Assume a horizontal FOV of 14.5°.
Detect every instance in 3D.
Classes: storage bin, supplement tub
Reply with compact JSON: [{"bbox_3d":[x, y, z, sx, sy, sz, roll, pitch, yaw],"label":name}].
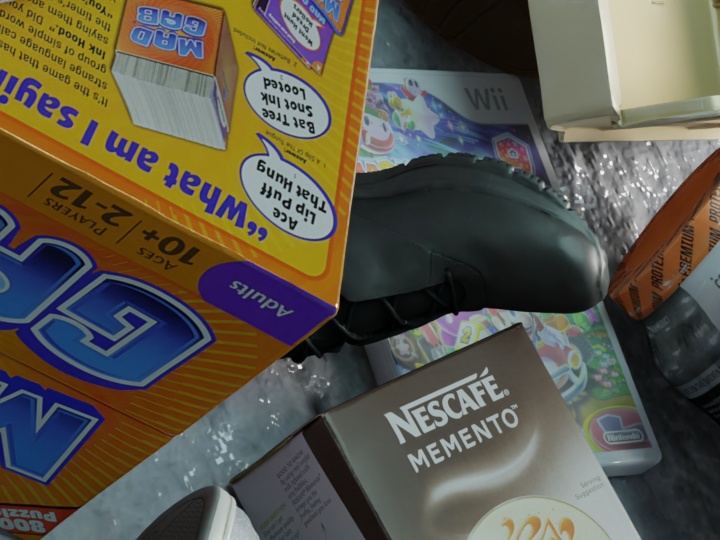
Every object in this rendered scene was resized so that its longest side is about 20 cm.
[{"bbox_3d":[0.153,-0.164,1.306,0.198,0.094,0.201,-5,87,-56],"label":"storage bin"},{"bbox_3d":[0.219,0.038,1.301,0.200,0.123,0.123,39,43,-5],"label":"supplement tub"}]

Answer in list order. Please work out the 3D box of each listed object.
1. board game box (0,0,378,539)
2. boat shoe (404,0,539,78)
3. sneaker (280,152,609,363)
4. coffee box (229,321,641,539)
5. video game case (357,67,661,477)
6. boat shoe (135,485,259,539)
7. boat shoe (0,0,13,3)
[{"bbox_3d":[-0.133,-0.061,1.008,0.200,0.200,0.200,28,47,-24],"label":"board game box"},{"bbox_3d":[0.034,-0.176,1.331,0.200,0.072,0.072,40,39,0],"label":"boat shoe"},{"bbox_3d":[0.000,0.000,1.134,0.076,0.199,0.091,74,30,-52],"label":"sneaker"},{"bbox_3d":[0.052,0.138,1.114,0.114,0.080,0.200,-23,79,-37],"label":"coffee box"},{"bbox_3d":[0.048,0.001,1.261,0.143,0.018,0.200,-2,64,-41],"label":"video game case"},{"bbox_3d":[-0.069,0.173,1.005,0.065,0.074,0.202,33,49,-29],"label":"boat shoe"},{"bbox_3d":[-0.065,-0.141,0.918,0.076,0.072,0.200,55,42,2],"label":"boat shoe"}]
